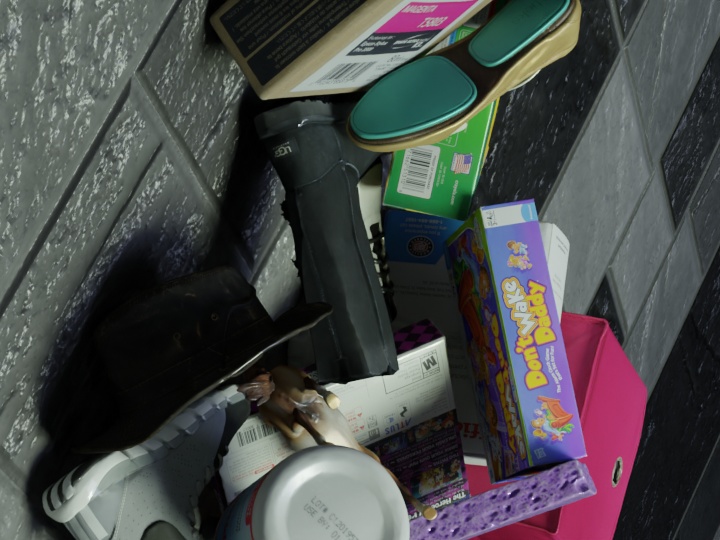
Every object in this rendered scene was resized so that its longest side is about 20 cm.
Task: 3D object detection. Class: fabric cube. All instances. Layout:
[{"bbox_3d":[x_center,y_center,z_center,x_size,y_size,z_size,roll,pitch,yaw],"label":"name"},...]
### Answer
[{"bbox_3d":[0.127,0.145,2.000,0.199,0.200,0.197,51,53,-65],"label":"fabric cube"}]

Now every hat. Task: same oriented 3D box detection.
[{"bbox_3d":[-0.122,0.045,1.512,0.081,0.200,0.201,60,38,-7],"label":"hat"}]

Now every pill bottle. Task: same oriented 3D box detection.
[{"bbox_3d":[-0.042,0.191,1.575,0.109,0.109,0.200,-61,-173,-21],"label":"pill bottle"}]

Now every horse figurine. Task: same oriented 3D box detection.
[{"bbox_3d":[-0.027,0.122,1.637,0.050,0.132,0.200,-48,121,-10],"label":"horse figurine"}]

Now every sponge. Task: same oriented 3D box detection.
[{"bbox_3d":[0.080,0.189,1.708,0.112,0.200,0.030,26,44,-79],"label":"sponge"}]

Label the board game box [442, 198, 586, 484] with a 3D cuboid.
[{"bbox_3d":[0.117,0.058,1.748,0.134,0.045,0.200,131,-51,-74],"label":"board game box"}]

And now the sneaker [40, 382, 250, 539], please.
[{"bbox_3d":[-0.126,0.162,1.563,0.075,0.116,0.200,-35,176,42],"label":"sneaker"}]

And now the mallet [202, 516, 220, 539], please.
[{"bbox_3d":[-0.068,0.196,1.844,0.200,0.041,0.066,20,90,-63],"label":"mallet"}]

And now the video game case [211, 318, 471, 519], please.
[{"bbox_3d":[-0.017,0.148,1.749,0.200,0.036,0.182,-22,128,-13],"label":"video game case"}]

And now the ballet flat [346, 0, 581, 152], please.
[{"bbox_3d":[0.081,-0.135,1.638,0.200,0.069,0.063,-33,147,-8],"label":"ballet flat"}]

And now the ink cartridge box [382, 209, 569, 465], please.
[{"bbox_3d":[0.086,0.059,1.878,0.086,0.146,0.200,33,63,-70],"label":"ink cartridge box"}]

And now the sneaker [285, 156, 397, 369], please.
[{"bbox_3d":[0.000,0.000,1.782,0.074,0.080,0.200,-26,130,-57],"label":"sneaker"}]

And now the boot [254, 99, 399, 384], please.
[{"bbox_3d":[-0.004,-0.019,1.642,0.165,0.066,0.200,-7,78,-60],"label":"boot"}]

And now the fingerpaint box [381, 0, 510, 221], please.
[{"bbox_3d":[0.077,-0.158,1.765,0.167,0.073,0.200,-72,174,-73],"label":"fingerpaint box"}]

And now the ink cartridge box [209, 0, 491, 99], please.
[{"bbox_3d":[0.015,-0.195,1.558,0.165,0.075,0.200,-36,170,26],"label":"ink cartridge box"}]
